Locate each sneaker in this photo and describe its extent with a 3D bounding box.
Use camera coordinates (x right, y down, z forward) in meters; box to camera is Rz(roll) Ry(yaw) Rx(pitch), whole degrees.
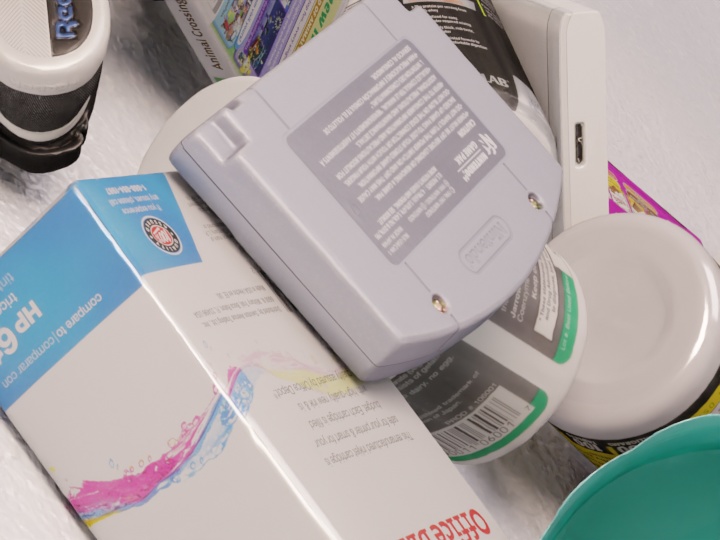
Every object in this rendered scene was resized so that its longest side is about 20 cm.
[{"bbox_3d":[-0.139,-0.134,1.244,0.073,0.112,0.201,7,58,-9],"label":"sneaker"}]

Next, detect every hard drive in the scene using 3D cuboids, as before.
[{"bbox_3d":[0.085,-0.083,1.565,0.200,0.027,0.133,-140,-134,-71],"label":"hard drive"}]

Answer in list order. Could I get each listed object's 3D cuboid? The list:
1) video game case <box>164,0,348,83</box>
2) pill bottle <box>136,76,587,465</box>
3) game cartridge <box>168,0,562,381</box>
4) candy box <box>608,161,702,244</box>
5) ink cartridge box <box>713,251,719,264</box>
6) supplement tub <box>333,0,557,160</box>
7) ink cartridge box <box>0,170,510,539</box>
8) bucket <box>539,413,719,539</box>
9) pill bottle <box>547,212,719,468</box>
[{"bbox_3d":[-0.038,-0.189,1.410,0.201,0.022,0.182,-67,151,-25],"label":"video game case"},{"bbox_3d":[0.000,0.000,1.306,0.200,0.113,0.113,33,25,-41],"label":"pill bottle"},{"bbox_3d":[0.011,-0.034,1.205,0.133,0.040,0.200,46,31,1],"label":"game cartridge"},{"bbox_3d":[0.156,0.025,1.686,0.136,0.061,0.200,37,22,-32],"label":"candy box"},{"bbox_3d":[0.298,0.078,1.863,0.200,0.084,0.146,43,19,-18],"label":"ink cartridge box"},{"bbox_3d":[0.017,-0.102,1.523,0.122,0.122,0.200,33,25,-39],"label":"supplement tub"},{"bbox_3d":[-0.045,0.065,1.125,0.200,0.085,0.144,52,19,11],"label":"ink cartridge box"},{"bbox_3d":[0.154,0.157,1.198,0.207,0.207,0.135,50,-4,4],"label":"bucket"},{"bbox_3d":[0.156,0.058,1.488,0.200,0.112,0.113,42,16,-56],"label":"pill bottle"}]
